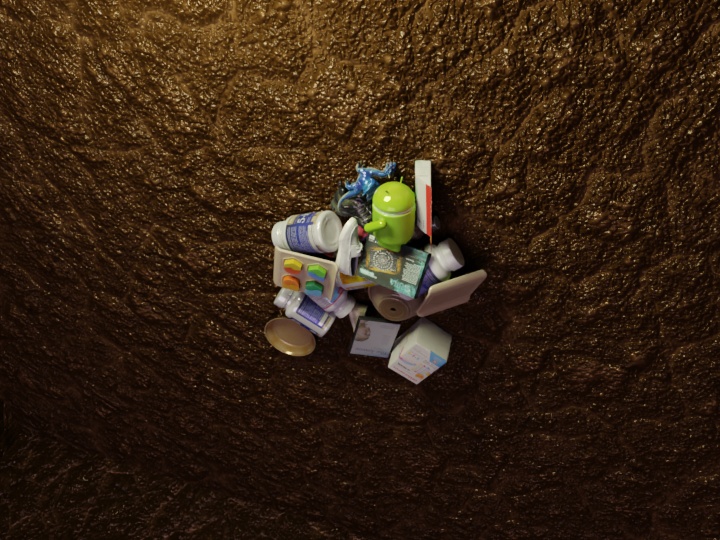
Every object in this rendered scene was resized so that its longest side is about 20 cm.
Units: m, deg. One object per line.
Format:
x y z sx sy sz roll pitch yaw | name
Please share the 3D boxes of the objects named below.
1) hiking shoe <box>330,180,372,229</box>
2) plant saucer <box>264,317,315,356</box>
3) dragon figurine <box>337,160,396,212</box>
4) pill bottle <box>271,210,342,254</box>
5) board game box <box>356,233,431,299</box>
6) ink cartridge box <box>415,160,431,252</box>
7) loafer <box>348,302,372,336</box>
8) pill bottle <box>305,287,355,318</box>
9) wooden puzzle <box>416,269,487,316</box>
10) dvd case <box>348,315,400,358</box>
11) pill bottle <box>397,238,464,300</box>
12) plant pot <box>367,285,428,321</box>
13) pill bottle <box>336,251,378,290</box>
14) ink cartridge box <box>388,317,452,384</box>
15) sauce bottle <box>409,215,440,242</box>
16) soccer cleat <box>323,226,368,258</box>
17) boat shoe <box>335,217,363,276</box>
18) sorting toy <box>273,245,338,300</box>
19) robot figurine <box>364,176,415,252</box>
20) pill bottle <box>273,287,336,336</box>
0.013 -0.180 1.635 0.199 0.076 0.101 23 137 1 | hiking shoe
-0.256 0.237 2.128 0.198 0.036 0.201 10 133 11 | plant saucer
0.015 -0.227 1.558 0.099 0.059 0.201 38 96 21 | dragon figurine
-0.163 -0.109 1.714 0.199 0.120 0.120 -3 130 35 | pill bottle
0.092 -0.016 1.638 0.199 0.028 0.136 22 101 27 | board game box
0.165 -0.169 1.505 0.050 0.201 0.162 1 130 9 | ink cartridge box
0.013 0.193 1.966 0.068 0.076 0.201 1 130 27 | loafer
-0.113 0.062 1.872 0.200 0.109 0.108 42 130 -19 | pill bottle
0.263 0.064 1.697 0.184 0.037 0.200 -17 158 -13 | wooden puzzle
0.045 0.226 1.932 0.141 0.018 0.201 7 137 -8 | dvd case
0.195 -0.008 1.675 0.199 0.120 0.120 -30 116 26 | pill bottle
0.114 0.094 1.831 0.199 0.093 0.202 9 131 11 | plant pot
0.000 0.000 1.776 0.199 0.110 0.110 -11 126 27 | pill bottle
0.194 0.279 1.942 0.128 0.126 0.200 32 132 -10 | ink cartridge box
0.135 -0.111 1.661 0.199 0.065 0.065 -15 124 31 | sauce bottle
-0.032 -0.093 1.749 0.199 0.067 0.076 -26 149 29 | soccer cleat
-0.025 -0.062 1.656 0.068 0.072 0.201 29 130 17 | boat shoe
-0.171 0.017 1.734 0.198 0.037 0.186 17 143 2 | sorting toy
0.089 -0.150 1.544 0.115 0.175 0.201 24 138 26 | robot figurine
-0.187 0.126 1.947 0.199 0.120 0.120 33 133 -11 | pill bottle
